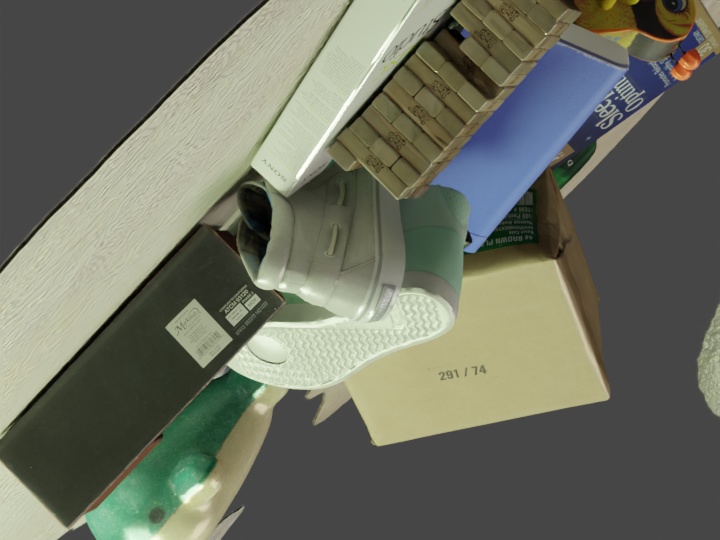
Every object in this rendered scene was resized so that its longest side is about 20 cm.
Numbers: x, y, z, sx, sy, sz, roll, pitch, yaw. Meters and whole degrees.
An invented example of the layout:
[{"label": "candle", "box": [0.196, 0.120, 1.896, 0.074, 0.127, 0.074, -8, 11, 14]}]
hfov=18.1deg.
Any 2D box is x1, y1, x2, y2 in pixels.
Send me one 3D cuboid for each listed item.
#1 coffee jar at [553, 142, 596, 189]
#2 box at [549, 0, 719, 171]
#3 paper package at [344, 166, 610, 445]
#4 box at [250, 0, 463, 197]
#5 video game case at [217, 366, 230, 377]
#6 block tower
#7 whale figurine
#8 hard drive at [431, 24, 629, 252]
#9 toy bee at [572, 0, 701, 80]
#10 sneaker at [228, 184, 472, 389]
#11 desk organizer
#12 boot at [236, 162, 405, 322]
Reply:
[{"label": "coffee jar", "box": [0.104, -0.070, 1.862, 0.085, 0.104, 0.200, -8, -144, 53]}, {"label": "box", "box": [0.168, -0.136, 1.659, 0.200, 0.032, 0.121, -34, 156, 10]}, {"label": "paper package", "box": [0.075, 0.030, 1.743, 0.199, 0.104, 0.191, -12, 139, 13]}, {"label": "box", "box": [0.024, -0.141, 1.352, 0.144, 0.036, 0.200, -40, 172, -42]}, {"label": "video game case", "box": [-0.066, 0.032, 1.873, 0.182, 0.023, 0.200, -42, 172, -29]}, {"label": "block tower", "box": [0.070, -0.126, 1.342, 0.200, 0.058, 0.054, -47, 172, 13]}, {"label": "whale figurine", "box": [-0.134, 0.130, 1.719, 0.200, 0.104, 0.159, -53, -170, 3]}, {"label": "hard drive", "box": [0.071, -0.100, 1.529, 0.200, 0.132, 0.025, -52, -154, 40]}, {"label": "toy bee", "box": [0.181, -0.177, 1.522, 0.200, 0.109, 0.131, -22, 165, 4]}, {"label": "sneaker", "box": [-0.007, 0.007, 1.521, 0.200, 0.074, 0.118, -17, -140, 34]}, {"label": "desk organizer", "box": [-0.135, 0.066, 1.447, 0.200, 0.072, 0.077, -46, 176, 6]}, {"label": "boot", "box": [-0.030, -0.047, 1.430, 0.200, 0.095, 0.074, -100, -150, -57]}]
